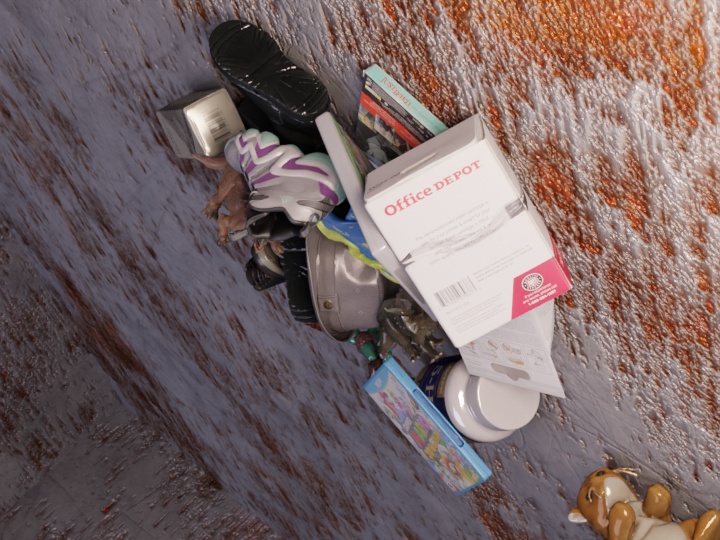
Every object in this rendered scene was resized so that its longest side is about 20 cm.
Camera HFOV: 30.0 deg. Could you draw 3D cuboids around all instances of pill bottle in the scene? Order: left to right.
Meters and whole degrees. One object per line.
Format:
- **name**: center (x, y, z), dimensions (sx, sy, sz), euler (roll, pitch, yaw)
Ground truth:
- **pill bottle**: center (0.154, 0.168, 1.784), dimensions (0.120, 0.120, 0.200), euler (49, 160, -7)

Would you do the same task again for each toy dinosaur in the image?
- **toy dinosaur**: center (-0.145, -0.100, 1.735), dimensions (0.201, 0.085, 0.136), euler (60, 149, 22)
- **toy dinosaur**: center (0.063, 0.065, 1.707), dimensions (0.103, 0.077, 0.200), euler (50, 165, -8)

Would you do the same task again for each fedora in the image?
- **fedora**: center (0.000, 0.000, 1.780), dimensions (0.089, 0.177, 0.202), euler (1, 113, 20)

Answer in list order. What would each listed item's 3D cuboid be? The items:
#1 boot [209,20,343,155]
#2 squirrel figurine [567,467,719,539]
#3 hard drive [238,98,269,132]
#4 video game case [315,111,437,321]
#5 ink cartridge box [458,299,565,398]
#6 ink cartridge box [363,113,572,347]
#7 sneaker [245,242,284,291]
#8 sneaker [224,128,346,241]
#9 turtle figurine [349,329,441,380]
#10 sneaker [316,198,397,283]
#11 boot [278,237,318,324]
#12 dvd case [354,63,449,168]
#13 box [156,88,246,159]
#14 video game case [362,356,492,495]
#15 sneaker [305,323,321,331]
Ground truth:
- **boot**: center (-0.101, -0.203, 1.670), dimensions (0.198, 0.073, 0.163), euler (38, 162, 21)
- **squirrel figurine**: center (0.351, 0.346, 1.701), dimensions (0.186, 0.141, 0.201), euler (36, 156, 46)
- **hard drive**: center (-0.111, -0.139, 1.878), dimensions (0.139, 0.033, 0.200), euler (41, 159, 16)
- **video game case**: center (0.025, -0.059, 1.509), dimensions (0.182, 0.022, 0.201), euler (46, -163, -54)
- **ink cartridge box**: center (0.165, 0.048, 1.598), dimensions (0.162, 0.057, 0.201), euler (12, 140, 46)
- **ink cartridge box**: center (0.112, -0.042, 1.417), dimensions (0.201, 0.144, 0.084), euler (56, -164, -22)
- **sneaker**: center (-0.131, -0.004, 1.933), dimensions (0.075, 0.105, 0.200), euler (67, -163, 8)
- **sneaker**: center (-0.121, -0.090, 1.610), dimensions (0.199, 0.140, 0.078), euler (17, 150, 41)
- **turtle figurine**: center (0.051, 0.137, 1.983), dimensions (0.200, 0.100, 0.150), euler (37, 159, 42)
- **sneaker**: center (0.024, -0.042, 1.655), dimensions (0.198, 0.076, 0.105), euler (24, 172, 13)
- **boot**: center (-0.056, -0.020, 1.865), dimensions (0.162, 0.073, 0.201), euler (-17, -79, -72)
- **dvd case**: center (0.053, -0.138, 1.558), dimensions (0.146, 0.022, 0.200), euler (43, 159, 13)
- **box**: center (-0.223, -0.204, 1.880), dimensions (0.083, 0.068, 0.200), euler (64, 165, -12)
- **video game case**: center (0.086, 0.212, 1.802), dimensions (0.200, 0.018, 0.143), euler (49, 160, 6)
- **sneaker**: center (-0.045, 0.052, 2.063), dimensions (0.077, 0.083, 0.200), euler (20, 169, 11)
